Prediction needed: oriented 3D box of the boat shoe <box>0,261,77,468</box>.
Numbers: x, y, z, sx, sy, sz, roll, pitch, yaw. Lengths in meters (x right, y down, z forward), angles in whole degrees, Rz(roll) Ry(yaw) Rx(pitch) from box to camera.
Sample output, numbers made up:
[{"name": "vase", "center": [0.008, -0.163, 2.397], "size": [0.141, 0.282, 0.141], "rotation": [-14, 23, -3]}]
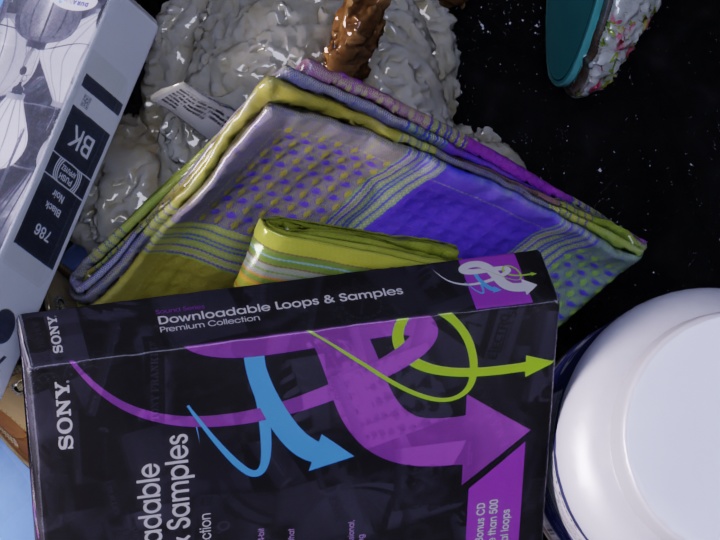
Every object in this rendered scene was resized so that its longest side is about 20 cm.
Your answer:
[{"name": "boat shoe", "center": [-0.136, 0.028, 1.114], "size": [0.200, 0.074, 0.076], "rotation": [40, 86, 2]}]

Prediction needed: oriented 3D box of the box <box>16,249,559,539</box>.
[{"name": "box", "center": [-0.027, 0.069, 1.058], "size": [0.199, 0.036, 0.144], "rotation": [-6, 128, -8]}]

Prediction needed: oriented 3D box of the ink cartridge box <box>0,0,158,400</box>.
[{"name": "ink cartridge box", "center": [-0.157, -0.019, 1.046], "size": [0.099, 0.039, 0.201], "rotation": [12, 75, 32]}]

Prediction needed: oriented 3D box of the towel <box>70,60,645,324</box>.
[{"name": "towel", "center": [0.000, 0.000, 1.089], "size": [0.199, 0.023, 0.144], "rotation": [25, 125, -35]}]

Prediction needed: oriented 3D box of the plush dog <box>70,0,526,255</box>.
[{"name": "plush dog", "center": [-0.028, -0.101, 1.131], "size": [0.199, 0.161, 0.172], "rotation": [-2, 48, -13]}]

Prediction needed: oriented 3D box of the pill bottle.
[{"name": "pill bottle", "center": [0.131, 0.069, 1.089], "size": [0.119, 0.200, 0.121], "rotation": [0, 84, -4]}]

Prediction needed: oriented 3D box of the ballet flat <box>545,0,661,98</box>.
[{"name": "ballet flat", "center": [0.117, -0.172, 1.181], "size": [0.064, 0.076, 0.201], "rotation": [4, 87, -19]}]

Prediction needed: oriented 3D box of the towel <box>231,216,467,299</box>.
[{"name": "towel", "center": [-0.033, 0.065, 1.087], "size": [0.086, 0.018, 0.201], "rotation": [11, 123, -22]}]

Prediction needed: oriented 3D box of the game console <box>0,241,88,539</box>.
[{"name": "game console", "center": [-0.122, 0.070, 1.160], "size": [0.177, 0.031, 0.200], "rotation": [-40, 87, -7]}]
